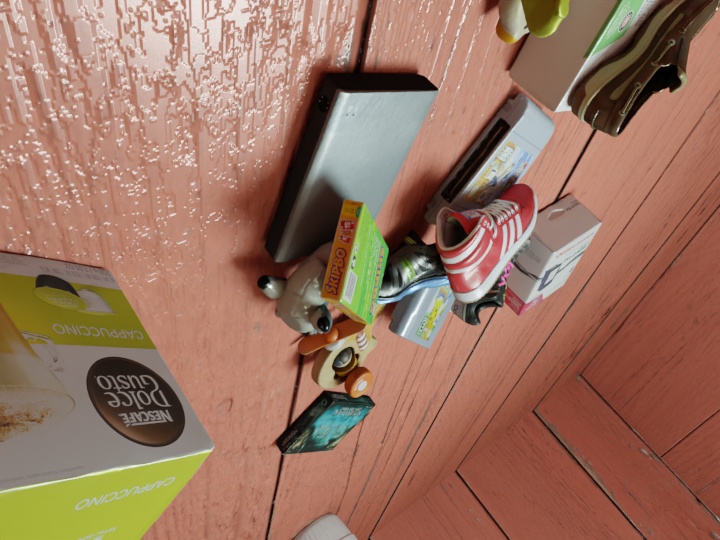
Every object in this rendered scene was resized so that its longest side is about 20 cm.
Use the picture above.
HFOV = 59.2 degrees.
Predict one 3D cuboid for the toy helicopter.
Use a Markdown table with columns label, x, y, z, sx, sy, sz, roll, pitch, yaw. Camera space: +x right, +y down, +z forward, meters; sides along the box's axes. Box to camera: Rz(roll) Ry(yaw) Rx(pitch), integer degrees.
| label | x | y | z | sx | sy | sz | roll | pitch | yaw |
| --- | --- | --- | --- | --- | --- | --- | --- | --- | --- |
| toy helicopter | -0.008 | 0.083 | 0.920 | 0.131 | 0.079 | 0.202 | 25 | 100 | -53 |

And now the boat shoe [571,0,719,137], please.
| label | x | y | z | sx | sy | sz | roll | pitch | yaw |
| --- | --- | --- | --- | --- | --- | --- | --- | --- | --- |
| boat shoe | 0.330 | -0.225 | 0.698 | 0.202 | 0.075 | 0.075 | -44 | 154 | 4 |

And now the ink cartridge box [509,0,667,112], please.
| label | x | y | z | sx | sy | sz | roll | pitch | yaw |
| --- | --- | --- | --- | --- | --- | --- | --- | --- | --- |
| ink cartridge box | 0.289 | -0.276 | 0.749 | 0.198 | 0.085 | 0.148 | -17 | 145 | -40 |

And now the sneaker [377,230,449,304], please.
| label | x | y | z | sx | sy | sz | roll | pitch | yaw |
| --- | --- | --- | --- | --- | --- | --- | --- | --- | --- |
| sneaker | 0.057 | -0.009 | 0.858 | 0.196 | 0.071 | 0.085 | -17 | 110 | -20 |

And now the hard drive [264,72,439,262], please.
| label | x | y | z | sx | sy | sz | roll | pitch | yaw |
| --- | --- | --- | --- | --- | --- | --- | --- | --- | --- |
| hard drive | -0.013 | -0.103 | 0.648 | 0.138 | 0.033 | 0.202 | -17 | 145 | -43 |

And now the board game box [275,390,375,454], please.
| label | x | y | z | sx | sy | sz | roll | pitch | yaw |
| --- | --- | --- | --- | --- | --- | --- | --- | --- | --- |
| board game box | -0.059 | 0.285 | 1.182 | 0.135 | 0.028 | 0.199 | -47 | 154 | 7 |

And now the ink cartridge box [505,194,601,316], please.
| label | x | y | z | sx | sy | sz | roll | pitch | yaw |
| --- | --- | --- | --- | --- | --- | --- | --- | --- | --- |
| ink cartridge box | 0.356 | -0.027 | 1.224 | 0.143 | 0.085 | 0.202 | -29 | 151 | -27 |

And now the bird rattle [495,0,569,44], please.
| label | x | y | z | sx | sy | sz | roll | pitch | yaw |
| --- | --- | --- | --- | --- | --- | --- | --- | --- | --- |
| bird rattle | 0.183 | -0.303 | 0.590 | 0.201 | 0.112 | 0.164 | -49 | 168 | -15 |

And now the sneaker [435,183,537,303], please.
| label | x | y | z | sx | sy | sz | roll | pitch | yaw |
| --- | --- | --- | --- | --- | --- | --- | --- | --- | --- |
| sneaker | 0.167 | -0.068 | 0.832 | 0.201 | 0.070 | 0.113 | -55 | 134 | -24 |

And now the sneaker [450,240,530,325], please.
| label | x | y | z | sx | sy | sz | roll | pitch | yaw |
| --- | --- | --- | --- | --- | --- | --- | --- | --- | --- |
| sneaker | 0.238 | 0.019 | 1.126 | 0.200 | 0.088 | 0.074 | -45 | 154 | 6 |

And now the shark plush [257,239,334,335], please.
| label | x | y | z | sx | sy | sz | roll | pitch | yaw |
| --- | --- | --- | --- | --- | --- | --- | --- | --- | --- |
| shark plush | -0.049 | 0.034 | 0.732 | 0.084 | 0.090 | 0.201 | -56 | 165 | -20 |

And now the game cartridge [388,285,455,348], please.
| label | x | y | z | sx | sy | sz | roll | pitch | yaw |
| --- | --- | --- | --- | --- | --- | --- | --- | --- | --- |
| game cartridge | 0.108 | 0.051 | 1.003 | 0.136 | 0.040 | 0.200 | -66 | 159 | -3 |

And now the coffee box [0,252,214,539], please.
| label | x | y | z | sx | sy | sz | roll | pitch | yaw |
| --- | --- | --- | --- | --- | --- | --- | --- | --- | --- |
| coffee box | -0.266 | 0.127 | 0.451 | 0.201 | 0.198 | 0.199 | -49 | 154 | 15 |

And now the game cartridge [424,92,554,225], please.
| label | x | y | z | sx | sy | sz | roll | pitch | yaw |
| --- | --- | --- | --- | --- | --- | --- | --- | --- | --- |
| game cartridge | 0.180 | -0.138 | 0.866 | 0.132 | 0.042 | 0.201 | 8 | 125 | -53 |

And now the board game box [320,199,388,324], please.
| label | x | y | z | sx | sy | sz | roll | pitch | yaw |
| --- | --- | --- | --- | --- | --- | --- | --- | --- | --- |
| board game box | 0.000 | 0.000 | 0.686 | 0.200 | 0.029 | 0.098 | 45 | 58 | -73 |

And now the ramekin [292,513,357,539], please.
| label | x | y | z | sx | sy | sz | roll | pitch | yaw |
| --- | --- | --- | --- | --- | --- | --- | --- | --- | --- |
| ramekin | -0.115 | 0.773 | 1.761 | 0.198 | 0.105 | 0.202 | -33 | 152 | -19 |
